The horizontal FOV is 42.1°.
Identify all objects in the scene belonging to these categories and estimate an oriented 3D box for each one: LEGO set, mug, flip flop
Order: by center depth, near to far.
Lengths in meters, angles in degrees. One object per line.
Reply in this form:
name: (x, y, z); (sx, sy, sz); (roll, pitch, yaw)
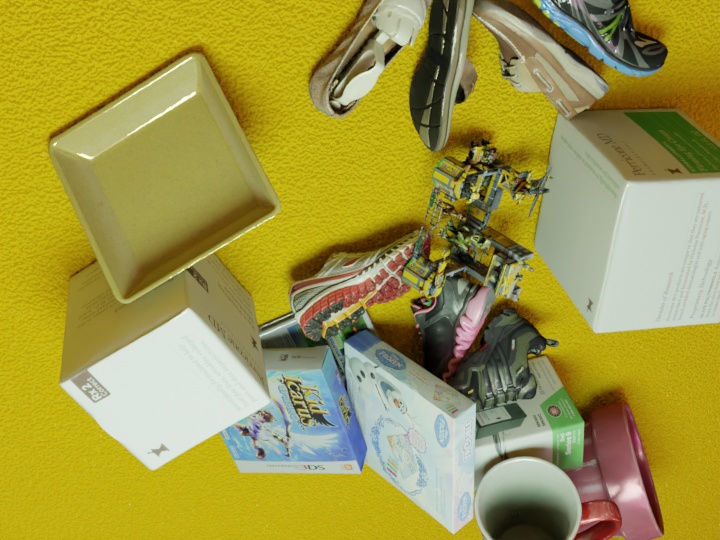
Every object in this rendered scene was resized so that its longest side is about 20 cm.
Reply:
flip flop: (0.100, -0.221, 1.020); (0.057, 0.081, 0.201); (-6, 125, -25)
LEGO set: (0.147, -0.040, 1.100); (0.153, 0.116, 0.201); (-8, 125, -51)
mug: (0.239, 0.357, 1.232); (0.176, 0.134, 0.201); (18, 149, 21)

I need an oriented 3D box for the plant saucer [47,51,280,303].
plant saucer: (-0.202, -0.095, 0.987); (0.199, 0.201, 0.048); (-30, 168, 7)

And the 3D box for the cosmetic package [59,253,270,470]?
cosmetic package: (-0.220, 0.076, 1.058); (0.164, 0.200, 0.165); (-31, 126, 7)

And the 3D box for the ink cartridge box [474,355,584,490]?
ink cartridge box: (0.188, 0.212, 1.290); (0.198, 0.146, 0.085); (-12, 126, -7)

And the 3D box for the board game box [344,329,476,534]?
board game box: (0.062, 0.204, 1.197); (0.043, 0.199, 0.201); (-28, 132, -31)

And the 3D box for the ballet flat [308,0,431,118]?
ballet flat: (0.022, -0.240, 0.989); (0.068, 0.067, 0.200); (25, 114, -32)

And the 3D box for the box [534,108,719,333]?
box: (0.328, -0.064, 1.107); (0.170, 0.199, 0.201); (-4, 123, -11)

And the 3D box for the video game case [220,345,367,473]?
video game case: (-0.102, 0.185, 1.214); (0.180, 0.046, 0.201); (-4, 129, 18)

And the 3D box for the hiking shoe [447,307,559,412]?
hiking shoe: (0.177, 0.147, 1.222); (0.201, 0.100, 0.076); (-54, 164, -14)

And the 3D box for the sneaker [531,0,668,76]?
sneaker: (0.272, -0.281, 1.025); (0.199, 0.071, 0.083); (28, 119, -26)

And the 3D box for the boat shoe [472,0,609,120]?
boat shoe: (0.191, -0.230, 1.038); (0.199, 0.076, 0.072); (30, 114, -28)

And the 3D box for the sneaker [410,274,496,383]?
sneaker: (0.105, 0.077, 1.234); (0.095, 0.079, 0.201); (28, 131, 10)

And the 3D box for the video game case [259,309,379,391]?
video game case: (-0.055, 0.132, 1.250); (0.181, 0.022, 0.201); (-23, 125, 2)

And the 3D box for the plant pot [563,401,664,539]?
plant pot: (0.332, 0.311, 1.379); (0.178, 0.201, 0.201); (-18, 128, 17)

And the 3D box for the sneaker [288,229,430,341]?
sneaker: (0.000, 0.000, 1.142); (0.199, 0.082, 0.078); (-28, 144, -16)
